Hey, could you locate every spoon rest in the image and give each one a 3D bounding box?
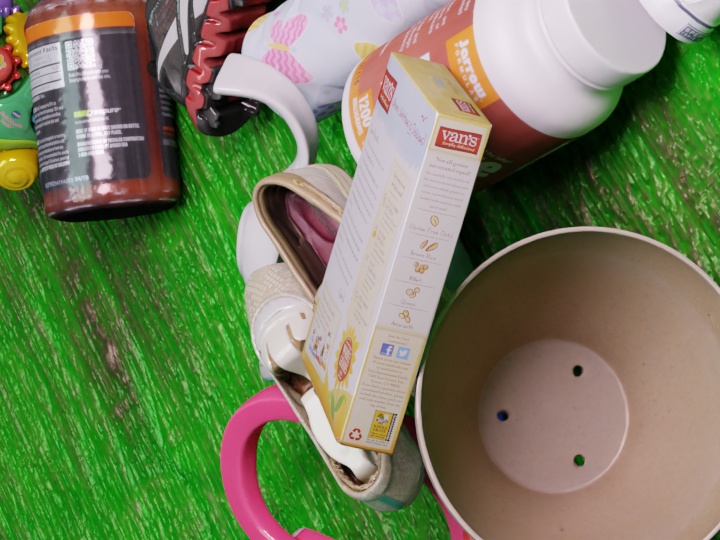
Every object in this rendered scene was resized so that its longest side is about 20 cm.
[{"bbox_3d":[-0.055,-0.053,1.562,0.060,0.100,0.201,5,133,15],"label":"spoon rest"}]

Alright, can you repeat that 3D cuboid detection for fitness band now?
[{"bbox_3d":[-0.006,0.150,1.547,0.199,0.037,0.144,16,121,29],"label":"fitness band"}]

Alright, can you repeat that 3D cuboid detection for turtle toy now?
[{"bbox_3d":[-0.292,-0.165,1.789,0.101,0.200,0.146,-34,42,26],"label":"turtle toy"}]

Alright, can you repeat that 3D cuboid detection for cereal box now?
[{"bbox_3d":[0.018,-0.013,1.327,0.144,0.039,0.201,-116,41,-69],"label":"cereal box"}]

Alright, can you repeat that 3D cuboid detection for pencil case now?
[{"bbox_3d":[0.004,-0.175,1.524,0.200,0.083,0.091,-35,62,44],"label":"pencil case"}]

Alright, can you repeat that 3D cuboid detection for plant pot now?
[{"bbox_3d":[0.123,0.082,1.354,0.134,0.199,0.201,133,129,-82],"label":"plant pot"}]

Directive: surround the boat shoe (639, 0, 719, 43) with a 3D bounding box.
[{"bbox_3d":[0.167,-0.229,1.357,0.065,0.073,0.200,-43,69,30],"label":"boat shoe"}]

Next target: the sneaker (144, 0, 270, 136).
[{"bbox_3d":[-0.103,-0.199,1.614,0.098,0.071,0.201,32,121,31],"label":"sneaker"}]

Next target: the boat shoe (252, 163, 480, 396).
[{"bbox_3d":[-0.002,0.012,1.452,0.200,0.066,0.074,49,122,30],"label":"boat shoe"}]

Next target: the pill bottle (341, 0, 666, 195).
[{"bbox_3d":[0.088,-0.120,1.411,0.200,0.112,0.113,-29,71,46],"label":"pill bottle"}]

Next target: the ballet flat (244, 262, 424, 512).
[{"bbox_3d":[-0.024,0.067,1.476,0.067,0.062,0.200,-45,62,17],"label":"ballet flat"}]

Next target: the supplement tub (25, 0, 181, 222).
[{"bbox_3d":[-0.195,-0.141,1.733,0.107,0.107,0.201,-10,84,48],"label":"supplement tub"}]

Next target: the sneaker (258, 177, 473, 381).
[{"bbox_3d":[0.000,0.000,1.548,0.199,0.079,0.131,-20,77,41],"label":"sneaker"}]

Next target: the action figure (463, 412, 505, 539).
[{"bbox_3d":[0.087,0.142,1.467,0.052,0.065,0.201,-24,74,50],"label":"action figure"}]
